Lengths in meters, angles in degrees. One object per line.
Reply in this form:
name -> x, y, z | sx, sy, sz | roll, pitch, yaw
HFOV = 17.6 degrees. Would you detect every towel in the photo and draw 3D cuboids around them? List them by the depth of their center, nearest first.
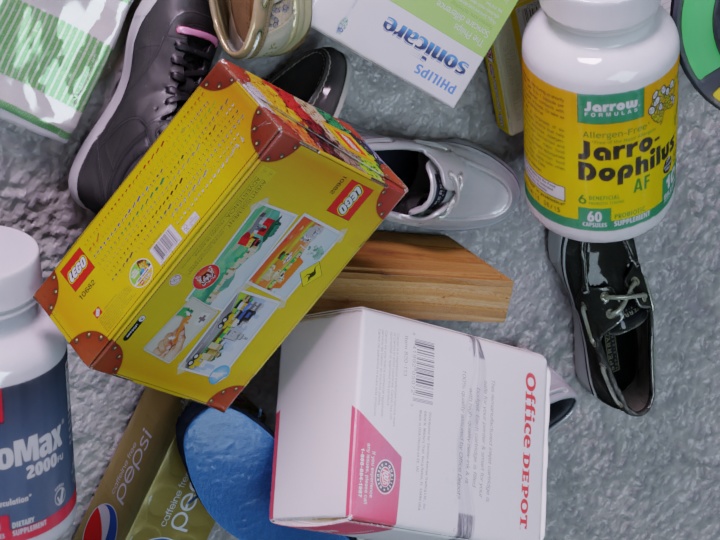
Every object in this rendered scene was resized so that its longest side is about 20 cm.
towel -> -0.207, -0.195, 1.501 | 0.152, 0.023, 0.201 | 21, 101, -35

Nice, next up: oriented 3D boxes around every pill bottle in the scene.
pill bottle -> -0.252, 0.079, 1.544 | 0.119, 0.120, 0.201 | -13, 118, -24
pill bottle -> 0.170, -0.129, 1.649 | 0.112, 0.113, 0.201 | -21, 133, -20

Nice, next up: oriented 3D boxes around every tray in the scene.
tray -> 0.000, 0.000, 1.663 | 0.199, 0.099, 0.037 | 2, 109, -31

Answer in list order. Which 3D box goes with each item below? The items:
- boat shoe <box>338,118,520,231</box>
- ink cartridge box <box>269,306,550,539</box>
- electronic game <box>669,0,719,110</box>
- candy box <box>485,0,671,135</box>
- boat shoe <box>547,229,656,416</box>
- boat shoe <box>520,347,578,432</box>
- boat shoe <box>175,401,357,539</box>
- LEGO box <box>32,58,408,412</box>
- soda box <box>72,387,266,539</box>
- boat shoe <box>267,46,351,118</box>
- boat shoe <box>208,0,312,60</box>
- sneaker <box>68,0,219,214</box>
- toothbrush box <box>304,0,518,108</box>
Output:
boat shoe -> 0.040, -0.060, 1.679 | 0.199, 0.065, 0.074 | 6, 109, -32
ink cartridge box -> 0.038, 0.118, 1.628 | 0.199, 0.082, 0.148 | 16, 72, -44
electronic game -> 0.317, -0.186, 1.642 | 0.198, 0.042, 0.201 | -1, 125, -2
candy box -> 0.182, -0.184, 1.727 | 0.199, 0.026, 0.103 | -24, 124, -19
boat shoe -> 0.198, 0.022, 1.809 | 0.070, 0.064, 0.201 | -25, 122, -18
boat shoe -> 0.088, 0.133, 1.762 | 0.200, 0.068, 0.072 | -30, 143, -40
boat shoe -> -0.073, 0.158, 1.639 | 0.084, 0.069, 0.200 | -34, 124, -2
LEGO box -> -0.089, -0.018, 1.501 | 0.200, 0.077, 0.149 | -50, 145, 12
soda box -> -0.148, 0.170, 1.679 | 0.067, 0.064, 0.201 | 19, 101, -36
boat shoe -> -0.082, -0.077, 1.602 | 0.057, 0.067, 0.200 | 32, 97, -41
boat shoe -> -0.076, -0.236, 1.495 | 0.063, 0.073, 0.201 | -22, 102, -60
sneaker -> -0.116, -0.111, 1.539 | 0.070, 0.099, 0.201 | 17, 104, -44
toothbrush box -> 0.045, -0.237, 1.588 | 0.145, 0.086, 0.201 | 26, 97, -36
